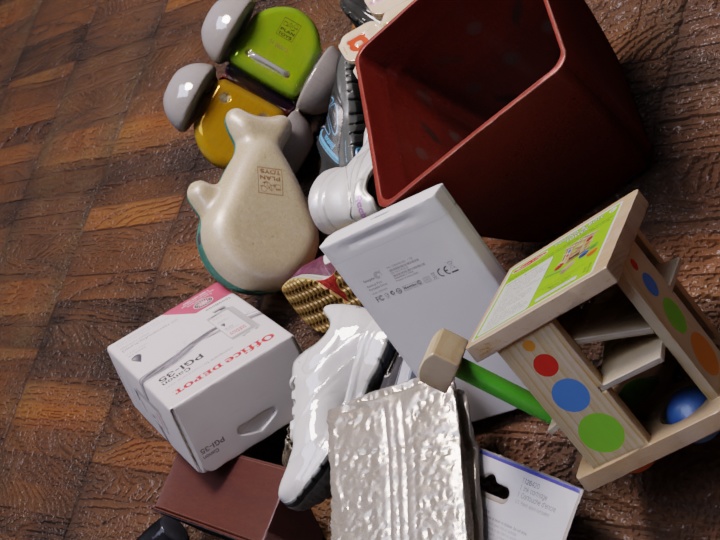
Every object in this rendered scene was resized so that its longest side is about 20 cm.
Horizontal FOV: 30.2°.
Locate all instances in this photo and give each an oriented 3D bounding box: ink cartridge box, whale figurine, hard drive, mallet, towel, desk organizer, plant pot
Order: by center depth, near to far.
[{"bbox_3d":[0.084,0.246,1.060,0.197,0.047,0.201,15,76,55],"label":"ink cartridge box"},{"bbox_3d":[0.033,0.184,1.076,0.132,0.034,0.201,-20,53,27],"label":"towel"},{"bbox_3d":[0.072,0.033,1.093,0.132,0.200,0.027,-23,20,41],"label":"hard drive"},{"bbox_3d":[0.135,-0.139,1.143,0.200,0.176,0.201,-38,41,29],"label":"plant pot"},{"bbox_3d":[-0.113,0.224,1.294,0.200,0.072,0.077,4,67,52],"label":"desk organizer"},{"bbox_3d":[-0.182,0.331,1.340,0.066,0.041,0.200,-50,41,11],"label":"mallet"},{"bbox_3d":[-0.150,0.103,1.351,0.146,0.083,0.200,-31,26,-18],"label":"ink cartridge box"},{"bbox_3d":[-0.116,-0.070,1.435,0.104,0.158,0.201,146,124,-60],"label":"whale figurine"}]

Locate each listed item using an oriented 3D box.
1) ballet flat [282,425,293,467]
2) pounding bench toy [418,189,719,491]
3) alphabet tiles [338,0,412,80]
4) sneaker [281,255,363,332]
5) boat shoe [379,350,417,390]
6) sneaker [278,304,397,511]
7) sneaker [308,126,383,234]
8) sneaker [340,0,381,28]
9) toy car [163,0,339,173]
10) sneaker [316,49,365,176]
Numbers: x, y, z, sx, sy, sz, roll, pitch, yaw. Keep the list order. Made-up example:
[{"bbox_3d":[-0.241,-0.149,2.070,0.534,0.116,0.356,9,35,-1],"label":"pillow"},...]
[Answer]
[{"bbox_3d":[-0.015,0.110,1.269,0.200,0.046,0.067,-55,36,8],"label":"ballet flat"},{"bbox_3d":[0.159,0.074,0.974,0.200,0.156,0.124,-33,11,33],"label":"pounding bench toy"},{"bbox_3d":[0.083,-0.237,1.337,0.195,0.015,0.200,-29,55,1],"label":"alphabet tiles"},{"bbox_3d":[0.000,0.000,1.317,0.090,0.075,0.200,-44,12,-32],"label":"sneaker"},{"bbox_3d":[0.032,0.141,1.180,0.066,0.070,0.201,-9,61,68],"label":"boat shoe"},{"bbox_3d":[-0.029,0.122,1.214,0.087,0.075,0.201,19,72,23],"label":"sneaker"},{"bbox_3d":[0.036,-0.104,1.302,0.099,0.075,0.200,-4,38,44],"label":"sneaker"},{"bbox_3d":[0.055,-0.272,1.434,0.091,0.076,0.200,-52,45,1],"label":"sneaker"},{"bbox_3d":[-0.116,-0.207,1.544,0.201,0.174,0.150,-61,-1,1],"label":"toy car"},{"bbox_3d":[-0.016,-0.166,1.437,0.082,0.073,0.201,-26,48,40],"label":"sneaker"}]
